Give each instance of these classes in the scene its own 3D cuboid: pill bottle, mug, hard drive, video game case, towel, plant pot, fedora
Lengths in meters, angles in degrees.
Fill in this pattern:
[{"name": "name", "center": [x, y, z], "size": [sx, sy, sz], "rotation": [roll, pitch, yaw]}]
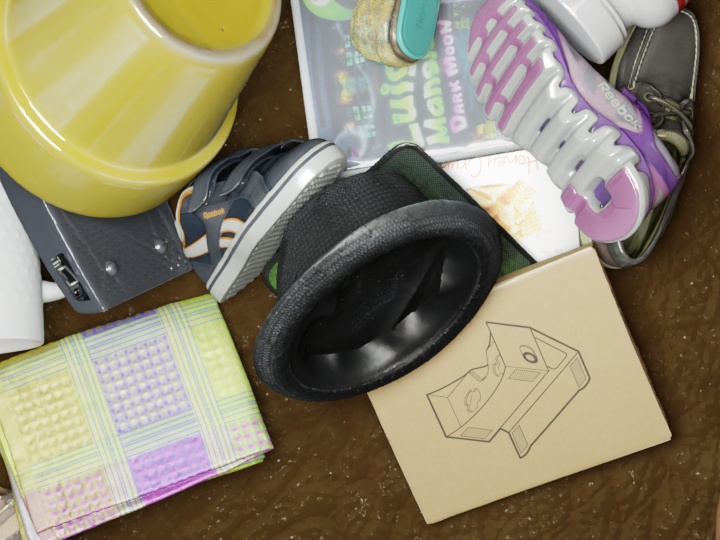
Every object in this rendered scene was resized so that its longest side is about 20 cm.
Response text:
[{"name": "pill bottle", "center": [0.211, -0.246, 1.584], "size": [0.112, 0.112, 0.200], "rotation": [44, 86, 0]}, {"name": "mug", "center": [-0.289, -0.029, 1.665], "size": [0.199, 0.147, 0.177], "rotation": [-2, 83, -24]}, {"name": "hard drive", "center": [-0.210, -0.070, 1.652], "size": [0.042, 0.135, 0.201], "rotation": [-25, 91, 33]}, {"name": "video game case", "center": [0.042, -0.175, 1.636], "size": [0.180, 0.023, 0.201], "rotation": [-9, 79, 6]}, {"name": "towel", "center": [-0.180, 0.110, 1.683], "size": [0.199, 0.023, 0.144], "rotation": [-21, 76, -5]}, {"name": "plant pot", "center": [-0.154, -0.164, 1.557], "size": [0.201, 0.201, 0.189], "rotation": [54, 139, -1]}, {"name": "fedora", "center": [0.000, 0.000, 1.576], "size": [0.200, 0.201, 0.092], "rotation": [-33, 56, 7]}]

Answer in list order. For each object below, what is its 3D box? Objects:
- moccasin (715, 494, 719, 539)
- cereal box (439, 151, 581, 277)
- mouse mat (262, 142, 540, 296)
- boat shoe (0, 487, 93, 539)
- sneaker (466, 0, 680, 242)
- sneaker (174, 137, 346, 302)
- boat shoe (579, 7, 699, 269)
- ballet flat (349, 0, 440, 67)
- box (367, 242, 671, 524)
[{"name": "moccasin", "center": [0.315, 0.148, 1.644], "size": [0.073, 0.078, 0.202], "rotation": [25, 97, 3]}, {"name": "cereal box", "center": [0.090, -0.061, 1.666], "size": [0.143, 0.040, 0.202], "rotation": [-5, 95, 6]}, {"name": "mouse mat", "center": [0.047, 0.019, 1.649], "size": [0.200, 0.008, 0.161], "rotation": [43, 110, -15]}, {"name": "boat shoe", "center": [-0.275, 0.196, 1.716], "size": [0.199, 0.075, 0.074], "rotation": [-30, 82, -1]}, {"name": "sneaker", "center": [0.154, -0.112, 1.570], "size": [0.201, 0.088, 0.081], "rotation": [56, 136, 17]}, {"name": "sneaker", "center": [-0.083, -0.052, 1.621], "size": [0.080, 0.078, 0.200], "rotation": [51, 142, 6]}, {"name": "boat shoe", "center": [0.214, -0.097, 1.624], "size": [0.071, 0.066, 0.202], "rotation": [14, 92, -22]}, {"name": "ballet flat", "center": [0.039, -0.242, 1.610], "size": [0.070, 0.071, 0.201], "rotation": [17, 80, 4]}, {"name": "box", "center": [0.109, 0.085, 1.658], "size": [0.199, 0.021, 0.164], "rotation": [-21, 109, 13]}]
